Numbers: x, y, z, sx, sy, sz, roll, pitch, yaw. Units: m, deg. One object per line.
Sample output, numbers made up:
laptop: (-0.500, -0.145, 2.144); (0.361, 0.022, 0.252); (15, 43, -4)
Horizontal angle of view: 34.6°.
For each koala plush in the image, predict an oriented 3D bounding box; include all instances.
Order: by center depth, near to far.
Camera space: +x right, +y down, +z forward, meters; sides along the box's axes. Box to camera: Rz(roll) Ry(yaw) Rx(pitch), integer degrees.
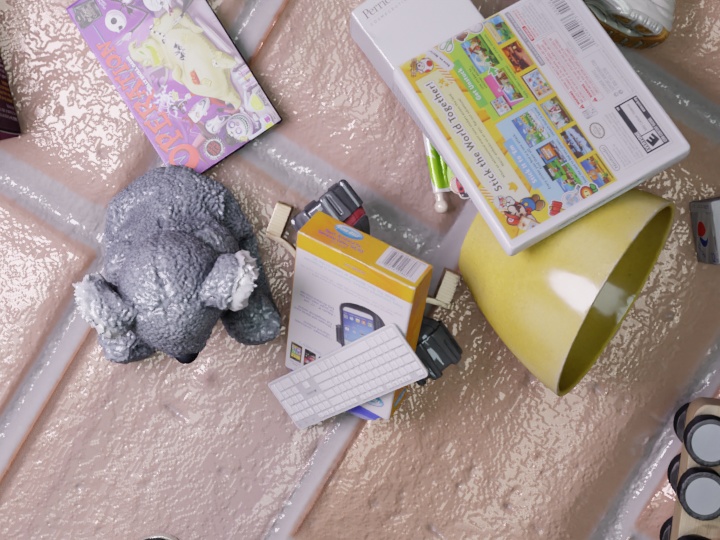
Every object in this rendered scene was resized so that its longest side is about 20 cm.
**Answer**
koala plush: (-0.166, 0.008, 1.021); (0.176, 0.200, 0.186); (-8, 103, -1)

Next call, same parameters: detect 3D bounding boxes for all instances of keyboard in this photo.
keyboard: (-0.016, 0.100, 1.067); (0.056, 0.199, 0.011); (50, 47, -10)

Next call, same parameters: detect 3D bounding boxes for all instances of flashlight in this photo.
flashlight: (0.020, 0.012, 1.077); (0.068, 0.068, 0.200); (-38, 95, 10)

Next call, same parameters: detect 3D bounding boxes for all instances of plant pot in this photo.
plant pot: (0.175, -0.008, 1.061); (0.141, 0.200, 0.201); (32, 92, 20)

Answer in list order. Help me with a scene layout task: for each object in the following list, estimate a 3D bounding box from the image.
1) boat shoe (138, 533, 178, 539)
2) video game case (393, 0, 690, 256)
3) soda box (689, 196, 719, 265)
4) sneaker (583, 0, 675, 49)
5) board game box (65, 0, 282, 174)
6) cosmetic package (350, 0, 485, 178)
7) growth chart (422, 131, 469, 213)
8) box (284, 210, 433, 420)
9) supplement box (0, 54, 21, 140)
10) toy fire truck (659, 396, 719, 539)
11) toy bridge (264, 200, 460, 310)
boat shoe: (-0.263, 0.321, 1.115); (0.199, 0.068, 0.072); (-30, 95, 2)
video game case: (0.154, -0.137, 1.003); (0.181, 0.023, 0.201); (-29, 71, -7)
soda box: (0.426, -0.052, 1.112); (0.198, 0.068, 0.064); (-9, 93, 0)
sneaker: (0.213, -0.288, 1.085); (0.199, 0.075, 0.088); (25, 77, -23)
board game box: (-0.177, -0.196, 1.108); (0.120, 0.032, 0.201); (-33, 94, 5)
cosmetic package: (0.085, -0.181, 1.076); (0.101, 0.074, 0.201); (-37, 86, -4)
growth chart: (0.149, -0.152, 1.124); (0.198, 0.018, 0.146); (-16, 93, -2)
box: (-0.007, 0.052, 1.057); (0.118, 0.201, 0.042); (26, 48, 17)
supplement box: (-0.408, -0.208, 1.062); (0.130, 0.103, 0.202); (-15, 94, -2)
toy fire truck: (0.398, 0.220, 1.113); (0.198, 0.129, 0.178); (7, 93, 8)
toy bridge: (0.000, 0.000, 1.123); (0.198, 0.027, 0.068); (22, 95, -3)
